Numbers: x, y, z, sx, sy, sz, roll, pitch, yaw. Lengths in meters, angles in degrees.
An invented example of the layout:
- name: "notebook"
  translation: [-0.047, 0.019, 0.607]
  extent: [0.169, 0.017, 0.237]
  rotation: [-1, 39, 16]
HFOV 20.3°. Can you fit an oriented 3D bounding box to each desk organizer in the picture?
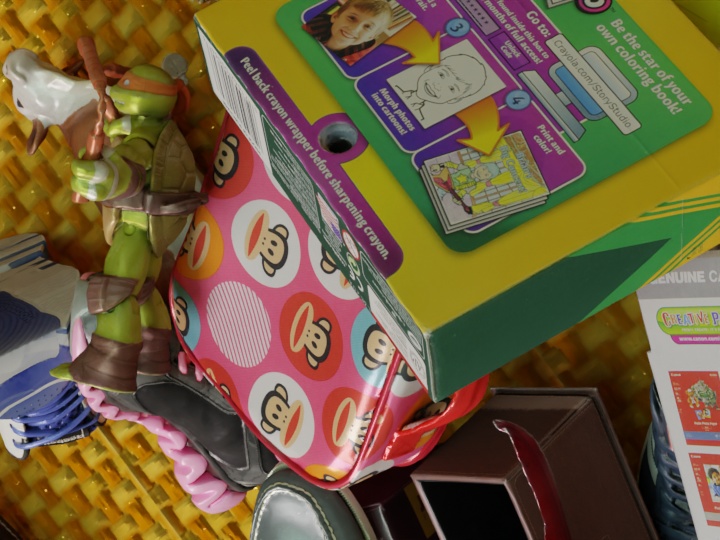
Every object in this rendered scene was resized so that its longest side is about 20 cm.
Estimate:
- name: "desk organizer"
  translation: [0.107, 0.162, 1.016]
  extent: [0.072, 0.077, 0.200]
  rotation: [-3, 119, 47]

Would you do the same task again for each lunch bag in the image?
- name: "lunch bag"
  translation: [0.000, 0.000, 0.957]
  extent: [0.176, 0.082, 0.200]
  rotation: [43, 127, 31]

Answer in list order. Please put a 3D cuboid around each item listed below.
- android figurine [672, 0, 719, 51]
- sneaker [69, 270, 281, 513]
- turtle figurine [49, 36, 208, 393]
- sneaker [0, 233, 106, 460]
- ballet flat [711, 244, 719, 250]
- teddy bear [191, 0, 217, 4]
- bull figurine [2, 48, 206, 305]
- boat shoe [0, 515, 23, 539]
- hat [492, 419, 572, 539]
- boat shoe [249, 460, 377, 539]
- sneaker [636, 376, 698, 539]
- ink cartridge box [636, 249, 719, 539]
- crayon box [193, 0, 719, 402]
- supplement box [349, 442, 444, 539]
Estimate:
- name: "android figurine"
  translation: [0.161, -0.118, 0.907]
  extent: [0.200, 0.041, 0.182]
  rotation: [36, 82, 30]
- name: "sneaker"
  translation: [-0.080, 0.058, 1.078]
  extent: [0.095, 0.200, 0.079]
  rotation: [-12, 54, 23]
- name: "turtle figurine"
  translation: [-0.105, -0.030, 0.956]
  extent: [0.064, 0.200, 0.161]
  rotation: [6, 99, -4]
- name: "sneaker"
  translation: [-0.177, 0.056, 1.128]
  extent: [0.081, 0.199, 0.115]
  rotation: [-23, 109, -7]
- name: "ballet flat"
  translation: [0.106, -0.081, 1.000]
  extent: [0.200, 0.068, 0.072]
  rotation: [51, 137, 1]
- name: "teddy bear"
  translation: [-0.046, -0.188, 1.037]
  extent: [0.145, 0.067, 0.200]
  rotation: [-2, 102, 30]
- name: "bull figurine"
  translation: [-0.116, -0.050, 1.102]
  extent: [0.200, 0.065, 0.121]
  rotation: [56, 153, -6]
- name: "boat shoe"
  translation: [-0.193, 0.218, 1.222]
  extent: [0.070, 0.070, 0.200]
  rotation: [-28, 99, 37]
- name: "hat"
  translation: [0.141, 0.177, 0.968]
  extent: [0.166, 0.200, 0.176]
  rotation: [-1, 73, -2]
- name: "boat shoe"
  translation: [-0.029, 0.195, 1.010]
  extent: [0.073, 0.062, 0.200]
  rotation: [5, 106, 26]
- name: "sneaker"
  translation: [0.168, 0.086, 0.995]
  extent: [0.075, 0.085, 0.200]
  rotation: [14, 110, 23]
- name: "ink cartridge box"
  translation: [0.228, 0.057, 0.842]
  extent: [0.200, 0.084, 0.176]
  rotation: [-2, 110, 49]
- name: "crayon box"
  translation: [0.053, -0.068, 0.847]
  extent: [0.200, 0.173, 0.058]
  rotation: [55, 166, 33]
- name: "supplement box"
  translation: [0.040, 0.207, 1.078]
  extent: [0.086, 0.110, 0.200]
  rotation: [-23, 93, 30]
